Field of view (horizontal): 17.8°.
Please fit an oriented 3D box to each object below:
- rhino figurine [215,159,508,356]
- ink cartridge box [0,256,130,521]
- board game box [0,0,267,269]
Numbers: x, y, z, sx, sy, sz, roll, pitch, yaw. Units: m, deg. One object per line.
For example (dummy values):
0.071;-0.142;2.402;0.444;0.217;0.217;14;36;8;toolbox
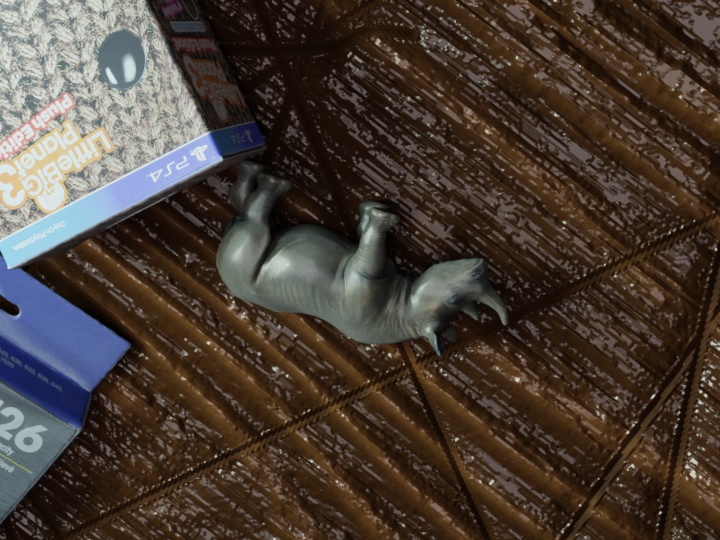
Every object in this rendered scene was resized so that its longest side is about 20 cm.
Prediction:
0.000;0.000;1.446;0.199;0.060;0.088;19;100;9;rhino figurine
-0.286;0.077;1.492;0.197;0.047;0.200;35;110;-20;ink cartridge box
-0.179;-0.127;1.424;0.159;0.097;0.201;-26;90;16;board game box
